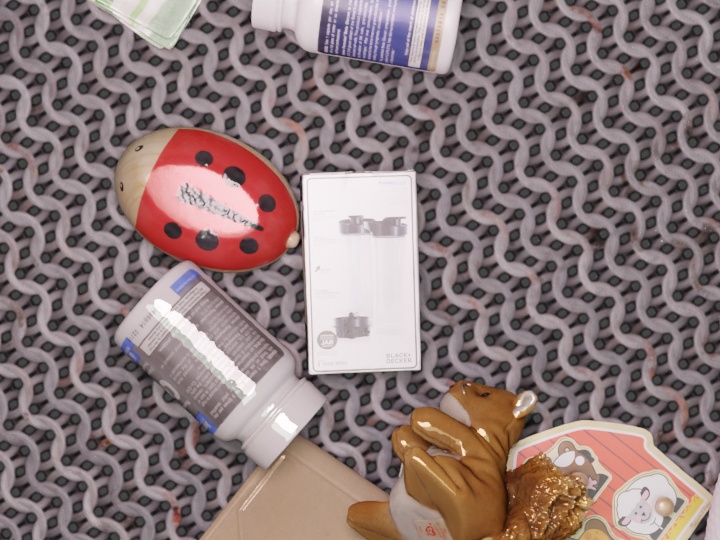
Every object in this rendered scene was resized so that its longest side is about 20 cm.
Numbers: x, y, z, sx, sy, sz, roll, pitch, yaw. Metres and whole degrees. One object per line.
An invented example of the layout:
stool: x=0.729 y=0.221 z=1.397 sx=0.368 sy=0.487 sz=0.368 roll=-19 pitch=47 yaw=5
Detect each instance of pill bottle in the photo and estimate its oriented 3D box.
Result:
pill bottle: x=-0.002 y=-0.262 z=1.600 sx=0.199 sy=0.111 sz=0.111 roll=9 pitch=93 yaw=0
pill bottle: x=-0.136 y=0.095 z=1.614 sx=0.200 sy=0.114 sz=0.114 roll=43 pitch=93 yaw=3

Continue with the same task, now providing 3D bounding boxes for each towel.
towel: x=-0.240 y=-0.334 z=1.644 sx=0.200 sy=0.023 sz=0.153 roll=30 pitch=92 yaw=0

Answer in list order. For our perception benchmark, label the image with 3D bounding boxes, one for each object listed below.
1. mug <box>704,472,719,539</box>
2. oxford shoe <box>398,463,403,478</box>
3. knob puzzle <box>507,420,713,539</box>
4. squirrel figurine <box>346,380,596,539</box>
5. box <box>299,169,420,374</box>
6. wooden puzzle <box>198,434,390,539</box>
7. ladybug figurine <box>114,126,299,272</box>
mug: x=0.413 y=0.265 z=1.578 sx=0.147 sy=0.200 sz=0.176 roll=14 pitch=99 yaw=-5
oxford shoe: x=0.068 y=0.244 z=1.653 sx=0.075 sy=0.058 sz=0.201 roll=14 pitch=92 yaw=3
knob puzzle: x=0.232 y=0.240 z=1.649 sx=0.219 sy=0.030 sz=0.220 roll=0 pitch=86 yaw=-2
squirrel figurine: x=0.121 y=0.202 z=1.579 sx=0.200 sy=0.187 sz=0.142 roll=35 pitch=135 yaw=6
box: x=0.000 y=0.000 z=1.635 sx=0.116 sy=0.060 sz=0.201 roll=-3 pitch=93 yaw=-4
wooden puzzle: x=-0.057 y=0.280 z=1.611 sx=0.185 sy=0.037 sz=0.200 roll=32 pitch=66 yaw=21
ladybug figurine: x=-0.153 y=-0.070 z=1.632 sx=0.199 sy=0.072 sz=0.136 roll=21 pitch=93 yaw=0
